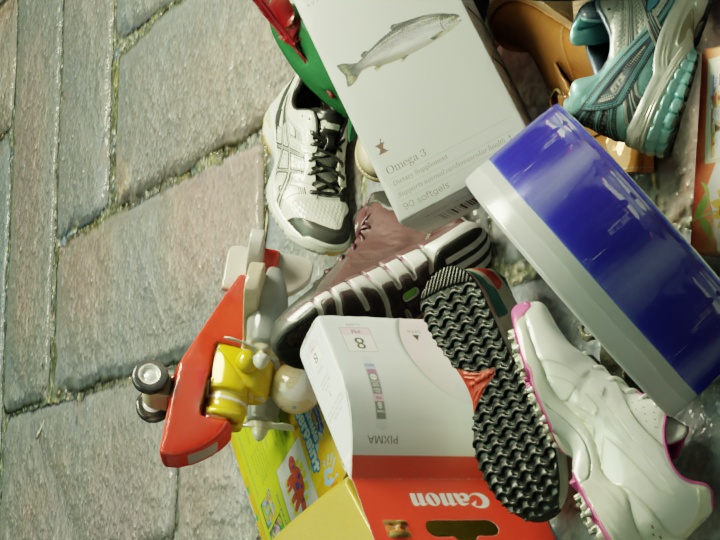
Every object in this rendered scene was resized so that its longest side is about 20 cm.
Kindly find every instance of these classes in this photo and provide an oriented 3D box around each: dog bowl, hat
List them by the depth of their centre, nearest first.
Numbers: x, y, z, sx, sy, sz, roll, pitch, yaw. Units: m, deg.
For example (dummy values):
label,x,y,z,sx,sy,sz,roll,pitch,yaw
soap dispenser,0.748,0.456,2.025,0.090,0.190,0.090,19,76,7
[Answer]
label,x,y,z,sx,sy,sz,roll,pitch,yaw
dog bowl,0.160,-0.007,1.098,0.079,0.200,0.200,-41,39,6
hat,-0.078,-0.224,1.555,0.166,0.175,0.201,-92,9,-67

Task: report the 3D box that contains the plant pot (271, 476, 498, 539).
label,x,y,z,sx,sy,sz,roll,pitch,yaw
plant pot,0.028,0.271,1.310,0.177,0.199,0.200,-64,34,23

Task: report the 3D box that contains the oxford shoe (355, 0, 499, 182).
label,x,y,z,sx,sy,sz,roll,pitch,yaw
oxford shoe,0.052,-0.161,1.399,0.071,0.074,0.200,35,101,16

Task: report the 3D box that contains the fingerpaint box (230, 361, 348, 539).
label,x,y,z,sx,sy,sz,roll,pitch,yaw
fingerpaint box,-0.041,0.163,1.576,0.167,0.073,0.200,-63,35,35

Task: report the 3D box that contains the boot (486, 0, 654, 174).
label,x,y,z,sx,sy,sz,roll,pitch,yaw
boot,0.153,-0.136,1.281,0.200,0.073,0.156,174,91,-71

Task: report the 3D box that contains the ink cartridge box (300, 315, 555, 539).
label,x,y,z,sx,sy,sz,roll,pitch,yaw
ink cartridge box,0.059,0.120,1.307,0.057,0.162,0.200,-66,34,33

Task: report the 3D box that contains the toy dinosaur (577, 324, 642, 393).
label,x,y,z,sx,sy,sz,roll,pitch,yaw
toy dinosaur,0.173,0.089,1.226,0.088,0.047,0.201,-13,77,54

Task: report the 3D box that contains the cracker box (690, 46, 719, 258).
label,x,y,z,sx,sy,sz,roll,pitch,yaw
cracker box,0.284,-0.075,1.035,0.200,0.057,0.135,0,85,63

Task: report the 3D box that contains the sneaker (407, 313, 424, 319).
label,x,y,z,sx,sy,sz,roll,pitch,yaw
sneaker,0.055,0.102,1.411,0.105,0.075,0.201,-28,66,59

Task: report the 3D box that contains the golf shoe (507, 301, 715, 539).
label,x,y,z,sx,sy,sz,roll,pitch,yaw
golf shoe,0.168,0.102,1.170,0.201,0.091,0.075,65,-176,21

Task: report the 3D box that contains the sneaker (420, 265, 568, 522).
label,x,y,z,sx,sy,sz,roll,pitch,yaw
sneaker,0.119,0.087,1.300,0.070,0.093,0.201,-30,77,33

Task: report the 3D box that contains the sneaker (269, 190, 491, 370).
label,x,y,z,sx,sy,sz,roll,pitch,yaw
sneaker,0.000,0.000,1.421,0.116,0.199,0.076,50,161,45

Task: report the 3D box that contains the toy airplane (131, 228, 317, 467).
label,x,y,z,sx,sy,sz,roll,pitch,yaw
toy airplane,-0.090,0.068,1.485,0.200,0.141,0.200,-65,-12,18

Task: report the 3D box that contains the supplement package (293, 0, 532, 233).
label,x,y,z,sx,sy,sz,roll,pitch,yaw
supplement package,0.047,-0.144,1.298,0.117,0.117,0.201,-28,82,11

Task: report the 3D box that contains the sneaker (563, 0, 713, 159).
label,x,y,z,sx,sy,sz,roll,pitch,yaw
sneaker,0.187,-0.174,1.145,0.078,0.086,0.201,95,-168,-61

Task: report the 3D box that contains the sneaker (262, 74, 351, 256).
label,x,y,z,sx,sy,sz,roll,pitch,yaw
sneaker,-0.045,-0.108,1.636,0.088,0.075,0.201,-55,40,42
